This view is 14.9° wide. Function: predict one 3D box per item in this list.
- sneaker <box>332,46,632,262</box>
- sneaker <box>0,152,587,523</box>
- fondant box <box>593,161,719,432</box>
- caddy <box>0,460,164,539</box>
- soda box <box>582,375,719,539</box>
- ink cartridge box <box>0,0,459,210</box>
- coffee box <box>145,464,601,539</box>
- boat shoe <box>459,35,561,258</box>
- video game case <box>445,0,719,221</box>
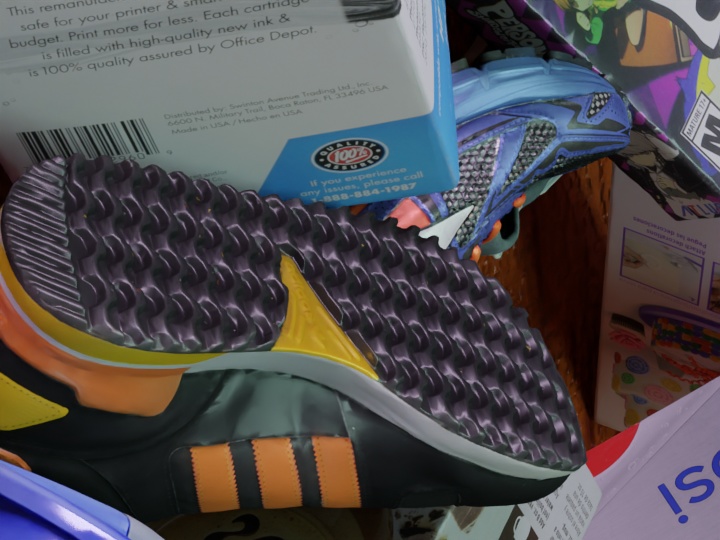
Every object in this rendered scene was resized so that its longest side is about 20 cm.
[{"bbox_3d":[0.000,0.000,0.800,0.199,0.075,0.079,-29,88,-22],"label":"sneaker"},{"bbox_3d":[-0.032,0.032,0.719,0.199,0.090,0.070,17,44,-40],"label":"sneaker"},{"bbox_3d":[0.163,0.010,0.989,0.201,0.143,0.058,88,28,-56],"label":"fondant box"},{"bbox_3d":[-0.068,0.112,0.650,0.105,0.141,0.200,-58,138,-24],"label":"caddy"},{"bbox_3d":[0.095,0.102,0.938,0.199,0.068,0.064,-29,134,-2],"label":"soda box"},{"bbox_3d":[-0.050,-0.090,0.663,0.200,0.115,0.068,68,17,-58],"label":"ink cartridge box"},{"bbox_3d":[-0.025,0.119,0.813,0.201,0.112,0.080,-63,144,-24],"label":"coffee box"},{"bbox_3d":[0.067,-0.056,0.947,0.200,0.061,0.073,-38,126,-47],"label":"boat shoe"},{"bbox_3d":[0.093,-0.148,0.872,0.181,0.036,0.201,40,65,-32],"label":"video game case"}]
